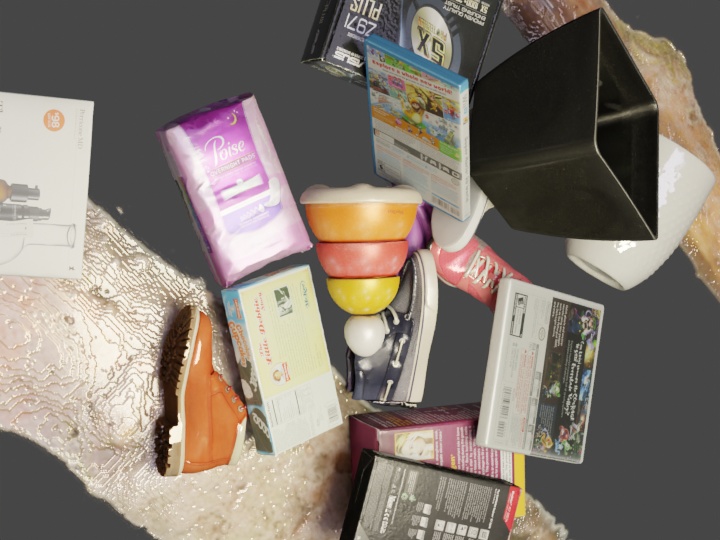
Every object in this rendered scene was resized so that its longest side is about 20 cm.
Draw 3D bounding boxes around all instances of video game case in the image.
[{"bbox_3d":[0.221,0.125,1.775,0.180,0.023,0.203,15,81,-40],"label":"video game case"},{"bbox_3d":[0.067,-0.162,1.675,0.018,0.142,0.202,-39,144,-29],"label":"video game case"}]

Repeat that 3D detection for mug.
[{"bbox_3d":[0.318,-0.086,1.837,0.199,0.148,0.177,31,86,12],"label":"mug"}]

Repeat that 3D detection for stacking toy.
[{"bbox_3d":[0.000,0.000,1.712,0.144,0.146,0.203,0,91,-19],"label":"stacking toy"}]

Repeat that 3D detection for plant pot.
[{"bbox_3d":[0.235,-0.152,1.708,0.200,0.176,0.202,44,44,-45],"label":"plant pot"}]

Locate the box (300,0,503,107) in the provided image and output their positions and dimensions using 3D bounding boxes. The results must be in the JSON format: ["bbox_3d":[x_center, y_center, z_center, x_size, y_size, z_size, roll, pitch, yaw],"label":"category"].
[{"bbox_3d":[0.051,-0.292,1.743,0.198,0.086,0.166,20,88,-20],"label":"box"}]

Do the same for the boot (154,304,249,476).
[{"bbox_3d":[-0.179,0.139,1.708,0.106,0.075,0.203,1,102,-23],"label":"boot"}]

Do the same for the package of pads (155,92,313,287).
[{"bbox_3d":[-0.146,-0.095,1.695,0.119,0.076,0.202,-25,102,-18],"label":"package of pads"}]

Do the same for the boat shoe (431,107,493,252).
[{"bbox_3d":[0.141,-0.104,1.780,0.066,0.071,0.202,38,52,-39],"label":"boat shoe"}]

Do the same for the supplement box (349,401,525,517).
[{"bbox_3d":[0.095,0.240,1.792,0.197,0.103,0.133,-3,96,-20],"label":"supplement box"}]

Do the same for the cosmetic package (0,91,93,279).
[{"bbox_3d":[-0.381,-0.095,1.625,0.149,0.052,0.203,3,93,-23],"label":"cosmetic package"}]

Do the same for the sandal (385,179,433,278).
[{"bbox_3d":[0.075,-0.077,1.787,0.081,0.050,0.206,-1,96,-20],"label":"sandal"}]

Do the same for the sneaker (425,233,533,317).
[{"bbox_3d":[0.168,0.010,1.798,0.199,0.087,0.074,34,82,-28],"label":"sneaker"}]

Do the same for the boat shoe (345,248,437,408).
[{"bbox_3d":[0.035,0.072,1.763,0.091,0.075,0.203,2,105,-16],"label":"boat shoe"}]

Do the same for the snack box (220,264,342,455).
[{"bbox_3d":[-0.092,0.104,1.728,0.115,0.037,0.203,-20,102,-43],"label":"snack box"}]

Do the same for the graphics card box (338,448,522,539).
[{"bbox_3d":[0.081,0.291,1.710,0.198,0.051,0.127,14,90,-22],"label":"graphics card box"}]
